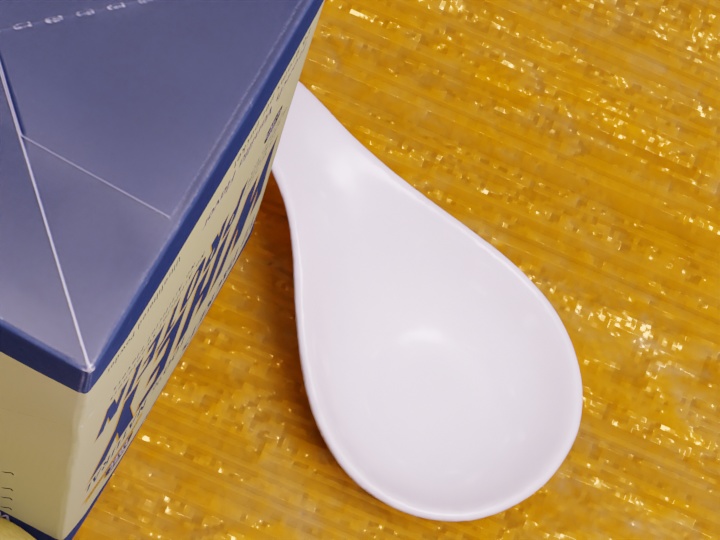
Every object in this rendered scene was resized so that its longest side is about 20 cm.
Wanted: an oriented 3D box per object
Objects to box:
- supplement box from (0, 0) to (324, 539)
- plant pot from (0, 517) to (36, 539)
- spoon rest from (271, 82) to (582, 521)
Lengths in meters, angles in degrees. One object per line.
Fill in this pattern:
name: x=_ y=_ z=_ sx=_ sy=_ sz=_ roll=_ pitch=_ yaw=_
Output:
supplement box: x=-0.135 y=-0.041 z=0.665 sx=0.200 sy=0.200 sz=0.134 roll=29 pitch=68 yaw=1
plant pot: x=-0.158 y=0.140 z=0.679 sx=0.142 sy=0.200 sz=0.200 roll=-18 pitch=71 yaw=-43
spoon rest: x=0.000 y=0.000 z=0.816 sx=0.099 sy=0.061 sz=0.200 roll=-33 pitch=77 yaw=-20
